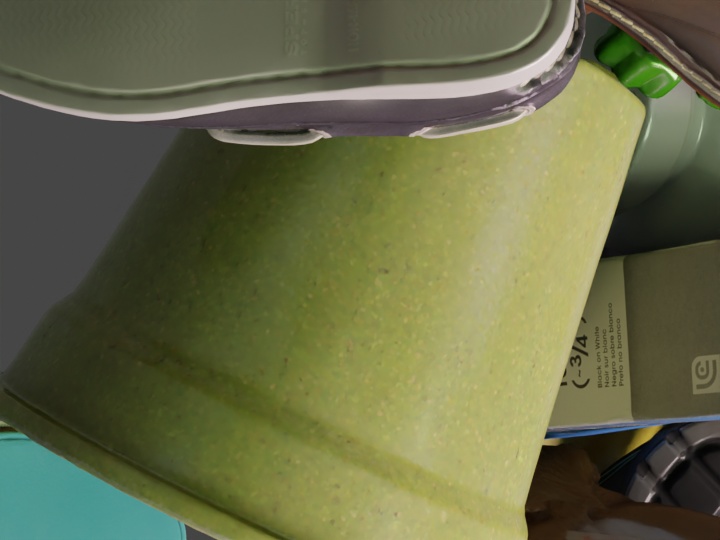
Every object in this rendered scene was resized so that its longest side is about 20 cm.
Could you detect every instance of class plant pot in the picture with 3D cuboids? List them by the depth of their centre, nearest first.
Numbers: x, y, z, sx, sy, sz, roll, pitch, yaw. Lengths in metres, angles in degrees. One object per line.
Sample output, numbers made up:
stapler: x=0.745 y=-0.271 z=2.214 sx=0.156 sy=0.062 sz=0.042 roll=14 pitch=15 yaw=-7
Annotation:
plant pot: x=0.000 y=0.000 z=0.842 sx=0.200 sy=0.200 sz=0.185 roll=28 pitch=87 yaw=-54

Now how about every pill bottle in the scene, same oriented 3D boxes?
pill bottle: x=0.137 y=-0.059 z=0.985 sx=0.200 sy=0.113 sz=0.113 roll=3 pitch=118 yaw=-48

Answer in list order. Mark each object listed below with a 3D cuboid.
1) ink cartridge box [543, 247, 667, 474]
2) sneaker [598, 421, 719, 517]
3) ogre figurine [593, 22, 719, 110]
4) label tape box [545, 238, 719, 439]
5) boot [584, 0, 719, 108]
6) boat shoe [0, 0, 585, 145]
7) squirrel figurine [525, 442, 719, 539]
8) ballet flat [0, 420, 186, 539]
ink cartridge box: x=0.085 y=0.058 z=1.092 sx=0.200 sy=0.047 sz=0.198 roll=-7 pitch=126 yaw=-48
sneaker: x=0.106 y=0.134 z=1.082 sx=0.200 sy=0.075 sz=0.079 roll=-42 pitch=178 yaw=12
ogre figurine: x=0.170 y=-0.113 z=0.896 sx=0.199 sy=0.120 sz=0.098 roll=-3 pitch=166 yaw=-7
label tape box: x=0.114 y=0.028 z=0.942 sx=0.144 sy=0.200 sz=0.064 roll=-1 pitch=84 yaw=-41
boot: x=0.132 y=-0.095 z=0.785 sx=0.097 sy=0.199 sz=0.075 roll=147 pitch=-39 yaw=-73
boat shoe: x=-0.032 y=-0.073 z=0.752 sx=0.060 sy=0.199 sz=0.074 roll=61 pitch=29 yaw=-71
squirrel figurine: x=0.080 y=0.179 z=0.993 sx=0.141 sy=0.200 sz=0.187 roll=-14 pitch=125 yaw=-30
ballet flat: x=-0.148 y=0.086 z=0.845 sx=0.200 sy=0.069 sz=0.070 roll=6 pitch=116 yaw=-47
